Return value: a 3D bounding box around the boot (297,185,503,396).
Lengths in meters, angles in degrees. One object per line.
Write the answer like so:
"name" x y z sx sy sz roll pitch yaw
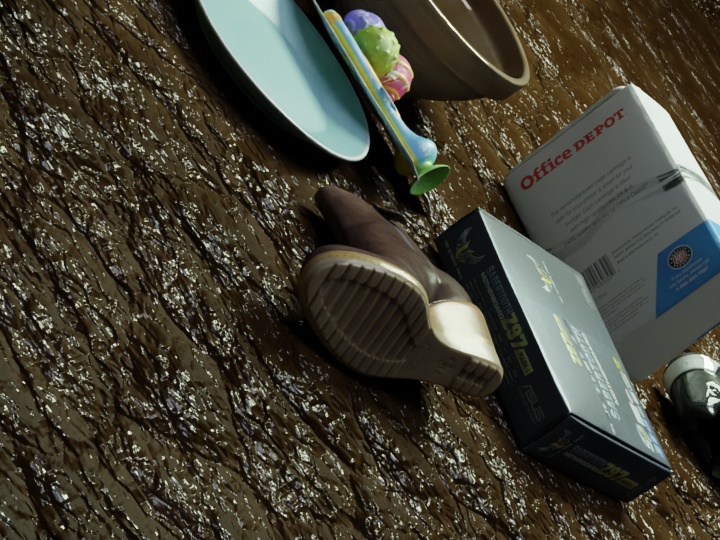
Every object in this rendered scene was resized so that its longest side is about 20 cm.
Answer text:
"boot" 0.000 0.000 1.511 0.200 0.072 0.167 32 17 -45

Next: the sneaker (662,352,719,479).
"sneaker" 0.339 0.161 2.000 0.200 0.066 0.091 42 25 -20

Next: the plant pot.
"plant pot" 0.044 -0.208 1.897 0.201 0.093 0.201 45 20 -21

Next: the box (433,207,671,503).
"box" 0.145 0.064 1.727 0.157 0.051 0.201 29 31 -48

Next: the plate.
"plate" -0.066 -0.155 1.652 0.200 0.026 0.200 45 21 -22

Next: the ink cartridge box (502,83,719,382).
"ink cartridge box" 0.230 -0.032 1.945 0.086 0.146 0.201 27 32 -50

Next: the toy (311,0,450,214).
"toy" 0.016 -0.150 1.757 0.201 0.047 0.115 64 0 20
